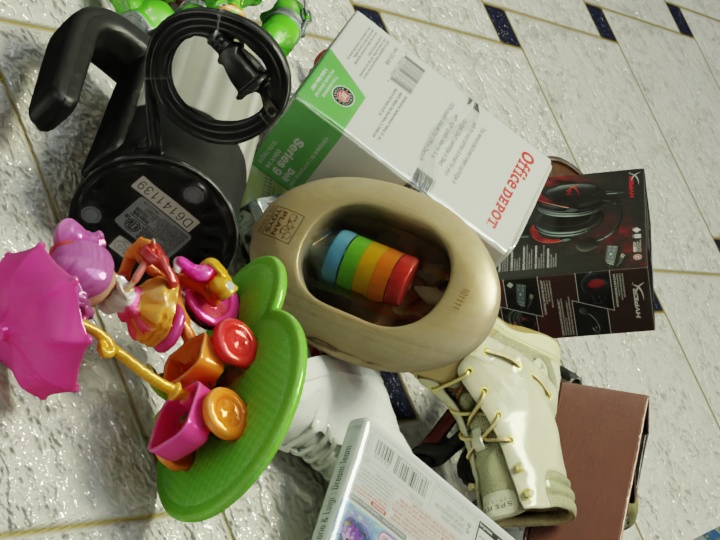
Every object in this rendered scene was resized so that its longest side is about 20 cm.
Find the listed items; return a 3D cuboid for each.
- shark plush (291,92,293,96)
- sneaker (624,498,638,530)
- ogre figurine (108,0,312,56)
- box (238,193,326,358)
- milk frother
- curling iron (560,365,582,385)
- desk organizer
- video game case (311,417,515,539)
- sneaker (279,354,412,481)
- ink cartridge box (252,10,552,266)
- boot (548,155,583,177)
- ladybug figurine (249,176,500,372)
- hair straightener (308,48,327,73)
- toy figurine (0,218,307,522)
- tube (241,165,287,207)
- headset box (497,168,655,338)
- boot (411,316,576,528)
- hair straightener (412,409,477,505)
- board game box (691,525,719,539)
[{"bbox_3d":[-0.024,-0.126,1.778,0.200,0.083,0.091,41,31,-33],"label":"shark plush"},{"bbox_3d":[0.159,0.185,1.806,0.200,0.077,0.089,35,44,-27],"label":"sneaker"},{"bbox_3d":[-0.124,-0.199,1.661,0.200,0.098,0.120,37,30,-41],"label":"ogre figurine"},{"bbox_3d":[0.000,0.000,1.659,0.199,0.040,0.138,-12,80,-46],"label":"box"},{"bbox_3d":[-0.109,-0.118,1.472,0.181,0.199,0.189,56,24,-29],"label":"milk frother"},{"bbox_3d":[0.156,0.074,1.843,0.026,0.049,0.200,62,-5,-12],"label":"curling iron"},{"bbox_3d":[0.178,0.194,1.704,0.072,0.077,0.201,78,24,-58],"label":"desk organizer"},{"bbox_3d":[0.036,0.233,1.506,0.200,0.024,0.183,42,52,-32],"label":"video game case"},{"bbox_3d":[-0.016,0.127,1.535,0.200,0.074,0.116,3,56,-61],"label":"sneaker"},{"bbox_3d":[0.034,-0.084,1.636,0.200,0.084,0.146,37,38,-4],"label":"ink cartridge box"},{"bbox_3d":[0.181,-0.018,2.052,0.186,0.064,0.201,9,51,-42],"label":"boot"},{"bbox_3d":[0.011,0.007,1.539,0.199,0.136,0.072,26,-14,20],"label":"ladybug figurine"},{"bbox_3d":[0.051,-0.134,1.855,0.199,0.041,0.077,24,-7,24],"label":"hair straightener"},{"bbox_3d":[-0.146,0.031,1.337,0.184,0.150,0.201,32,46,-28],"label":"toy figurine"},{"bbox_3d":[-0.026,-0.013,1.699,0.200,0.052,0.058,39,-3,-30],"label":"tube"},{"bbox_3d":[0.158,-0.011,1.882,0.149,0.199,0.075,-81,163,-51],"label":"headset box"},{"bbox_3d":[0.089,0.115,1.615,0.199,0.072,0.156,16,60,-44],"label":"boot"},{"bbox_3d":[0.104,0.125,1.702,0.077,0.041,0.200,35,44,9],"label":"hair straightener"},{"bbox_3d":[0.251,0.298,1.690,0.056,0.195,0.200,52,26,-13],"label":"board game box"}]
